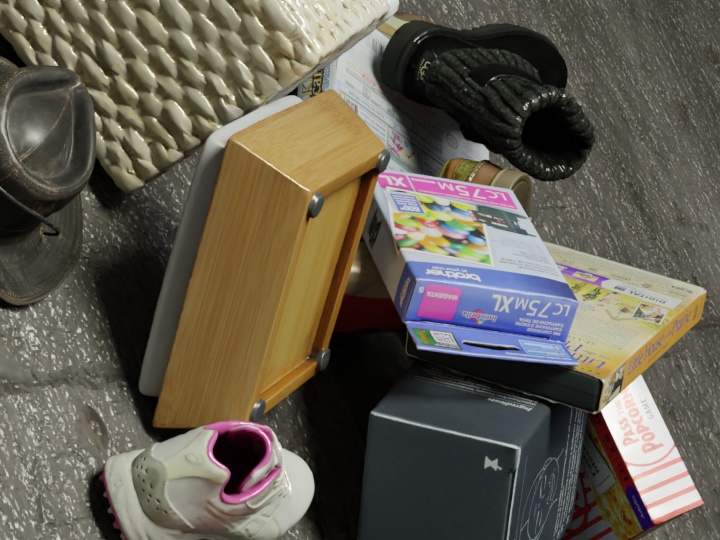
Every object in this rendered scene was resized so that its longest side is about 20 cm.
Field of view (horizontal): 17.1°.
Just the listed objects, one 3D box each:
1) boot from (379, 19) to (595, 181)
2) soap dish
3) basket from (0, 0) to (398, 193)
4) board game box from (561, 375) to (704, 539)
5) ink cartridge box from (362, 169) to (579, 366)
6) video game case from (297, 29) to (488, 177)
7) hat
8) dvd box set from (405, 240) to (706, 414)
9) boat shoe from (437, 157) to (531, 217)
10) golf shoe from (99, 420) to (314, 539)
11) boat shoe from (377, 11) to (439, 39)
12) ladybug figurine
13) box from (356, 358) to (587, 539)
[{"bbox_3d":[0.131,-0.130,1.866,0.158,0.080,0.211,30,22,36],"label":"boot"},{"bbox_3d":[-0.059,-0.004,1.527,0.081,0.200,0.157,23,22,16],"label":"soap dish"},{"bbox_3d":[-0.117,-0.184,1.588,0.200,0.198,0.161,54,27,-8],"label":"basket"},{"bbox_3d":[0.171,0.136,1.797,0.046,0.200,0.152,-21,78,-20],"label":"board game box"},{"bbox_3d":[0.071,-0.004,1.619,0.119,0.042,0.200,8,29,-18],"label":"ink cartridge box"},{"bbox_3d":[0.026,-0.084,1.877,0.200,0.045,0.182,34,47,-41],"label":"video game case"},{"bbox_3d":[-0.210,-0.083,1.463,0.201,0.081,0.201,40,32,-32],"label":"hat"},{"bbox_3d":[0.139,0.035,1.667,0.200,0.146,0.029,-33,135,-58],"label":"dvd box set"},{"bbox_3d":[0.080,0.011,1.820,0.072,0.068,0.201,-20,124,-60],"label":"boat shoe"},{"bbox_3d":[-0.072,0.131,1.481,0.200,0.091,0.075,2,62,-61],"label":"golf shoe"},{"bbox_3d":[0.019,-0.172,1.974,0.200,0.072,0.076,21,63,-43],"label":"boat shoe"},{"bbox_3d":[0.000,0.000,1.709,0.200,0.072,0.136,-2,22,-38],"label":"ladybug figurine"},{"bbox_3d":[0.080,0.138,1.644,0.200,0.107,0.149,-44,143,-63],"label":"box"}]
